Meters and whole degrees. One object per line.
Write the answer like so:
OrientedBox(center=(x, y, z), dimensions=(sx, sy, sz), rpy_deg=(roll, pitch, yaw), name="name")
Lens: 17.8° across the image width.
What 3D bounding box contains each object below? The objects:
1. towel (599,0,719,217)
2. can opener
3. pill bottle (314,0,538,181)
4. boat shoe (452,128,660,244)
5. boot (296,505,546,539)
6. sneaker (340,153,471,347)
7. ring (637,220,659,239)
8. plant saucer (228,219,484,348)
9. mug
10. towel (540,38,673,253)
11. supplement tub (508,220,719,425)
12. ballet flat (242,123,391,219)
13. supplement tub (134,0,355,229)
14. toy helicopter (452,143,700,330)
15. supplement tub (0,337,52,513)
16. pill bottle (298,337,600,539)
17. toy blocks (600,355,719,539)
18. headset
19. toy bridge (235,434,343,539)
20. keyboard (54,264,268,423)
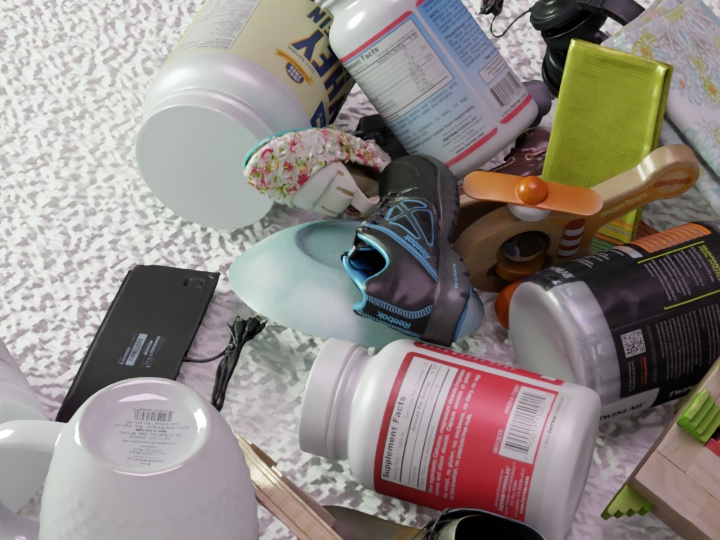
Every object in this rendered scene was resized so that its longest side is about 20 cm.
OrientedBox(center=(0.281, -0.127, 1.838), dimensions=(0.200, 0.048, 0.171), rpy_deg=(50, 34, 2), name="towel")
OrientedBox(center=(0.069, -0.109, 1.931), dimensions=(0.199, 0.053, 0.067), rpy_deg=(-11, 76, -16), name="can opener")
OrientedBox(center=(0.045, -0.175, 1.843), dimensions=(0.200, 0.109, 0.109), rpy_deg=(53, 51, -7), name="pill bottle")
OrientedBox(center=(0.149, -0.078, 1.855), dimensions=(0.199, 0.072, 0.072), rpy_deg=(-19, 52, -5), name="boat shoe")
OrientedBox(center=(0.048, 0.184, 1.556), dimensions=(0.199, 0.097, 0.075), rpy_deg=(21, 45, 19), name="boot")
OrientedBox(center=(0.028, -0.027, 1.680), dimensions=(0.081, 0.074, 0.201), rpy_deg=(12, 32, -15), name="sneaker")
OrientedBox(center=(0.281, -0.058, 1.899), dimensions=(0.199, 0.019, 0.201), rpy_deg=(3, 42, -2), name="ring")
OrientedBox(center=(0.000, 0.000, 1.753), dimensions=(0.199, 0.039, 0.201), rpy_deg=(9, 23, -4), name="plant saucer")
OrientedBox(center=(-0.164, 0.158, 1.513), dimensions=(0.199, 0.176, 0.148), rpy_deg=(12, 42, 10), name="mug")
OrientedBox(center=(0.181, -0.073, 1.784), dimensions=(0.085, 0.201, 0.018), rpy_deg=(16, 18, 15), name="towel")
OrientedBox(center=(0.221, 0.036, 1.713), dimensions=(0.199, 0.123, 0.123), rpy_deg=(-17, 45, -20), name="supplement tub")
OrientedBox(center=(-0.019, -0.072, 1.788), dimensions=(0.064, 0.076, 0.200), rpy_deg=(49, 21, 18), name="ballet flat")
OrientedBox(center=(-0.091, -0.142, 1.874), dimensions=(0.144, 0.146, 0.201), rpy_deg=(14, 43, 12), name="supplement tub")
OrientedBox(center=(0.160, -0.047, 1.732), dimensions=(0.199, 0.132, 0.079), rpy_deg=(-26, 53, 9), name="toy helicopter")
OrientedBox(center=(-0.311, 0.079, 1.625), dimensions=(0.131, 0.133, 0.200), rpy_deg=(-19, 47, -23), name="supplement tub")
OrientedBox(center=(0.062, 0.114, 1.624), dimensions=(0.199, 0.113, 0.113), rpy_deg=(15, 43, 13), name="pill bottle")
OrientedBox(center=(0.285, 0.135, 1.618), dimensions=(0.136, 0.100, 0.200), rpy_deg=(39, 75, 4), name="toy blocks")
OrientedBox(center=(0.191, -0.211, 1.984), dimensions=(0.199, 0.124, 0.094), rpy_deg=(21, 58, 31), name="headset")
OrientedBox(center=(-0.047, 0.160, 1.557), dimensions=(0.027, 0.067, 0.200), rpy_deg=(-47, 35, -3), name="toy bridge")
OrientedBox(center=(-0.145, 0.069, 1.731), dimensions=(0.126, 0.021, 0.201), rpy_deg=(7, 43, 13), name="keyboard")
